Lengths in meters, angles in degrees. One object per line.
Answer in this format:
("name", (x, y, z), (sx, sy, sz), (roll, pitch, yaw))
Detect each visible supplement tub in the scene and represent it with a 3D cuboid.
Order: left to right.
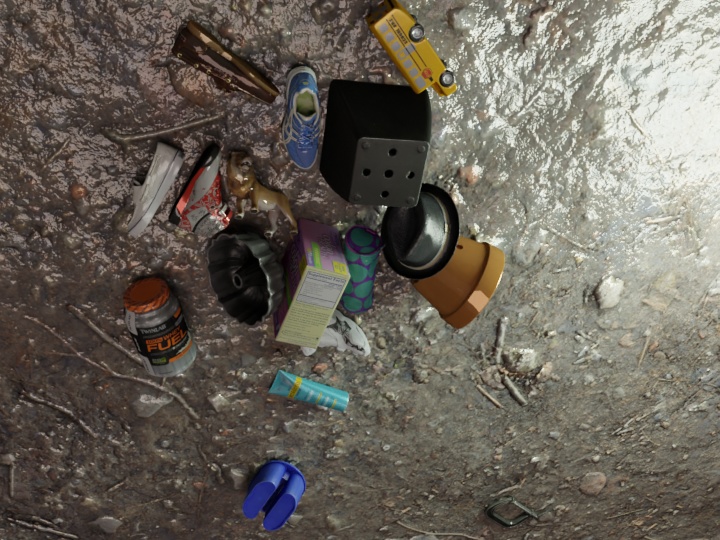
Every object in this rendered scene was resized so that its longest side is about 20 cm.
("supplement tub", (-0.439, 0.123, 1.509), (0.121, 0.123, 0.202), (-12, 127, -3))

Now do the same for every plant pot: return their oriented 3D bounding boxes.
("plant pot", (0.039, -0.225, 1.319), (0.197, 0.178, 0.202), (1, 126, -13))
("plant pot", (0.202, 0.007, 1.521), (0.139, 0.201, 0.201), (30, 116, -11))

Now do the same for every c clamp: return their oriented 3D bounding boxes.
("c clamp", (0.499, 0.770, 2.228), (0.199, 0.027, 0.171), (32, 119, -31))

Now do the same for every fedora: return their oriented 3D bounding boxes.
("fedora", (0.107, -0.085, 1.421), (0.200, 0.202, 0.091), (-41, 159, 18))

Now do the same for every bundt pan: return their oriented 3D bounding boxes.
("bundt pan", (-0.231, 0.009, 1.445), (0.075, 0.201, 0.204), (-27, 141, -45))

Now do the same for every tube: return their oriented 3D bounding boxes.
("tube", (-0.128, 0.306, 1.756), (0.198, 0.051, 0.078), (19, 113, -17))

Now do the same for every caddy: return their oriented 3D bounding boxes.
("caddy", (-0.238, 0.616, 1.920), (0.140, 0.105, 0.201), (33, 116, -3))

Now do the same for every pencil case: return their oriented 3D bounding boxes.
("pencil case", (0.000, 0.000, 1.512), (0.092, 0.085, 0.202), (-39, 152, -36))

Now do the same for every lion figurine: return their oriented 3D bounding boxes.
("lion figurine", (-0.196, -0.145, 1.391), (0.072, 0.124, 0.200), (-21, 145, 24))

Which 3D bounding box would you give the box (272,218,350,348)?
("box", (-0.113, 0.027, 1.470), (0.095, 0.177, 0.202), (14, 122, -21))

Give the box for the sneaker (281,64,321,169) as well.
("sneaker", (-0.112, -0.279, 1.312), (0.075, 0.077, 0.202), (-7, 128, -8))

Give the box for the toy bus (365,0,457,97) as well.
("toy bus", (0.098, -0.400, 1.273), (0.078, 0.065, 0.200), (-34, 125, 14))

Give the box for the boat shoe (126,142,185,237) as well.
("boat shoe", (-0.413, -0.157, 1.345), (0.065, 0.072, 0.201), (28, 115, -23))

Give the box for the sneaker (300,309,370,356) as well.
("sneaker", (-0.074, 0.159, 1.640), (0.115, 0.075, 0.199), (-40, 118, 19))

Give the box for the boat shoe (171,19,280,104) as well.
("boat shoe", (-0.239, -0.356, 1.237), (0.199, 0.071, 0.071), (34, 107, -21))

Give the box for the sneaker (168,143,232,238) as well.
("sneaker", (-0.291, -0.151, 1.372), (0.107, 0.068, 0.202), (27, 122, -21))
